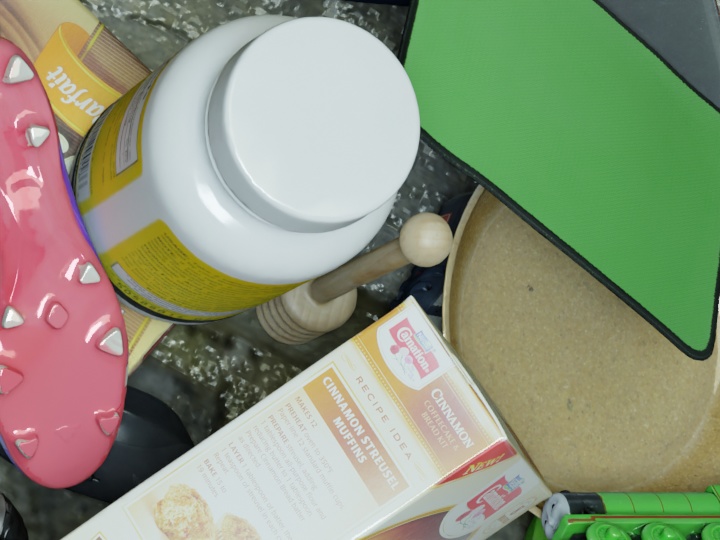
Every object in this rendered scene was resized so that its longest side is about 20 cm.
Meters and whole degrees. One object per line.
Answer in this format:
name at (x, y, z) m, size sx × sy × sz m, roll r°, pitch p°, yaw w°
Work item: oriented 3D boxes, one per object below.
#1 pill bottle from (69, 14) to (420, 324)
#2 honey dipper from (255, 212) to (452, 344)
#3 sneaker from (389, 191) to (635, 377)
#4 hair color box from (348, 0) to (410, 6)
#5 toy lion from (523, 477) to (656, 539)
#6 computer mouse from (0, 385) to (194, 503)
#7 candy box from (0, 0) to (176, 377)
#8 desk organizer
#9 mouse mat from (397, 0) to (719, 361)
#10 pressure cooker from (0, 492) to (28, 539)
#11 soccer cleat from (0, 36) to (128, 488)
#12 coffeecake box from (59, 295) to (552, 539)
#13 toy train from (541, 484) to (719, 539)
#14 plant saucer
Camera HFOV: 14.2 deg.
pill bottle at (-0.048, -0.044, 1.210) m, size 0.111 × 0.200 × 0.112 m, roll 3°, pitch 81°, yaw -19°
honey dipper at (0.000, 0.000, 1.278) m, size 0.038 × 0.200 × 0.038 m, roll 4°, pitch 79°, yaw -19°
sneaker at (0.038, 0.015, 1.359) m, size 0.199 × 0.075 × 0.085 m, roll -23°, pitch 90°, yaw -31°
hair color box at (-0.021, -0.184, 1.378) m, size 0.199 × 0.061 × 0.101 m, roll 4°, pitch 78°, yaw -18°
toy lion at (0.174, 0.137, 1.369) m, size 0.199 × 0.069 × 0.193 m, roll 13°, pitch 54°, yaw -7°
computer mouse at (-0.167, 0.066, 1.284) m, size 0.199 × 0.059 × 0.034 m, roll 15°, pitch 46°, yaw -15°
candy box at (-0.147, -0.055, 1.315) m, size 0.200 × 0.055 × 0.116 m, roll 44°, pitch 71°, yaw -8°
desk organizer at (0.137, -0.125, 1.394) m, size 0.071 × 0.077 × 0.201 m, roll -13°, pitch 115°, yaw 10°
mouse mat at (0.094, -0.068, 1.282) m, size 0.200 × 0.008 × 0.161 m, roll 37°, pitch 41°, yaw -23°
pressure cooker at (-0.257, 0.116, 1.175) m, size 0.200 × 0.176 × 0.179 m, roll 37°, pitch 60°, yaw -14°
soccer cleat at (-0.147, -0.007, 1.250) m, size 0.066 × 0.076 × 0.201 m, roll -17°, pitch 104°, yaw -15°
coffeecake box at (-0.029, 0.109, 1.190) m, size 0.200 × 0.154 × 0.073 m, roll -35°, pitch 73°, yaw 2°
toy train at (0.167, 0.121, 1.304) m, size 0.199 × 0.042 × 0.057 m, roll 4°, pitch 39°, yaw -27°
plant saucer at (0.113, 0.028, 1.336) m, size 0.199 × 0.035 × 0.202 m, roll 5°, pitch 81°, yaw -30°
